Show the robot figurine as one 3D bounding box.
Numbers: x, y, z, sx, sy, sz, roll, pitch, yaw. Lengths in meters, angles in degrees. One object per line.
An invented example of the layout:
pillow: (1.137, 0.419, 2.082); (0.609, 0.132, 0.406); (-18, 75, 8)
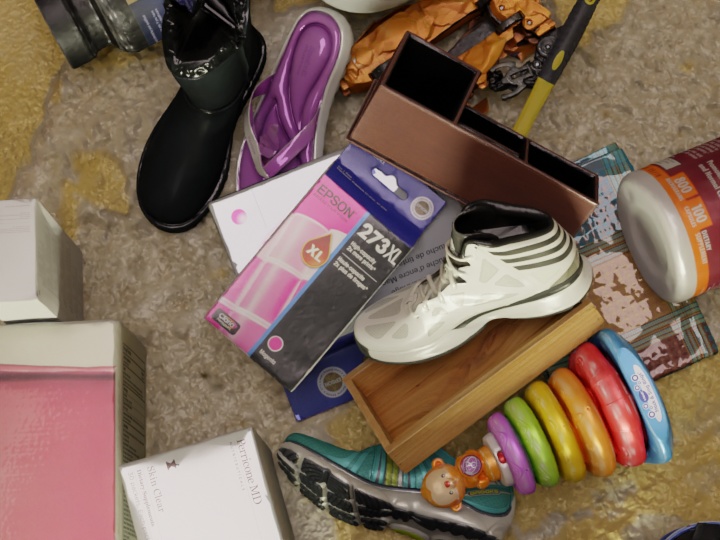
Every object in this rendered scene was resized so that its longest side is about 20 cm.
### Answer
robot figurine: (0.079, -0.189, 1.735); (0.200, 0.058, 0.145); (-34, 79, -3)

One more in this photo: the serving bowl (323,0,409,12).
serving bowl: (0.047, -0.283, 1.709); (0.200, 0.200, 0.066); (-44, 116, -6)

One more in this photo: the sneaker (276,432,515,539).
sneaker: (0.029, 0.171, 1.667); (0.199, 0.078, 0.080); (17, 61, 2)

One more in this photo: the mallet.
mallet: (0.141, -0.154, 1.682); (0.066, 0.041, 0.200); (20, 98, -2)

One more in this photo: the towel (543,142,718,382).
towel: (0.194, 0.007, 1.706); (0.146, 0.022, 0.200); (-24, 78, -1)

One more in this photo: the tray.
tray: (0.090, 0.066, 1.639); (0.200, 0.037, 0.099); (-36, 42, 2)

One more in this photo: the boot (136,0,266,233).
boot: (-0.140, -0.142, 1.682); (0.076, 0.168, 0.201); (22, 81, 9)

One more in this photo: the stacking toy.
stacking toy: (0.138, 0.135, 1.616); (0.200, 0.110, 0.116); (-24, 86, -6)

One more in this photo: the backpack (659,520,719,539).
backpack: (0.281, 0.292, 1.577); (0.200, 0.154, 0.191); (20, 88, 1)

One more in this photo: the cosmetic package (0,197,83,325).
cosmetic package: (-0.264, 0.005, 1.642); (0.050, 0.200, 0.083); (-5, 78, 1)

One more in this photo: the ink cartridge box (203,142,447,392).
ink cartridge box: (-0.028, -0.008, 1.646); (0.095, 0.037, 0.200); (40, 90, -3)

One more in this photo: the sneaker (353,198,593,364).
sneaker: (0.070, -0.002, 1.594); (0.200, 0.115, 0.076); (-20, 45, 16)

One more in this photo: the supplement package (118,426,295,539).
supplement package: (-0.102, 0.242, 1.606); (0.111, 0.156, 0.200); (-17, 77, -1)

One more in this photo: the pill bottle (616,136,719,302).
pill bottle: (0.321, -0.059, 1.658); (0.200, 0.114, 0.114); (-22, 78, -11)

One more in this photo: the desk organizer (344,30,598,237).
desk organizer: (0.098, -0.101, 1.618); (0.200, 0.077, 0.072); (28, 54, -4)

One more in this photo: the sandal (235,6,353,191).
sandal: (-0.067, -0.126, 1.712); (0.082, 0.050, 0.203); (18, 95, 31)

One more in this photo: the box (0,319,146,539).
box: (-0.236, 0.149, 1.647); (0.109, 0.128, 0.201); (-3, 77, 4)

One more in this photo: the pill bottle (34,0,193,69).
pill bottle: (-0.177, -0.255, 1.736); (0.200, 0.112, 0.112); (-29, 78, -3)

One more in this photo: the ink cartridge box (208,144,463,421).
ink cartridge box: (0.000, 0.000, 1.684); (0.196, 0.043, 0.200); (-22, 92, -1)
